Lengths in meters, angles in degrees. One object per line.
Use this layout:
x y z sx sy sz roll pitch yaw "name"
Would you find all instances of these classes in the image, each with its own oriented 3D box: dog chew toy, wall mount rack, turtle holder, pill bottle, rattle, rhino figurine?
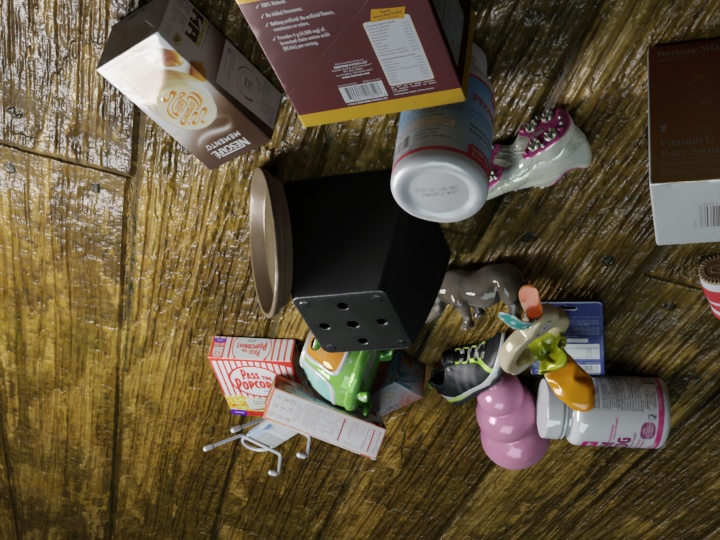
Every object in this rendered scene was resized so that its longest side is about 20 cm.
0.251 0.246 1.802 0.122 0.126 0.202 -7 133 22 "dog chew toy"
-0.196 0.328 2.050 0.172 0.076 0.199 28 140 -23 "wall mount rack"
-0.023 0.148 1.734 0.130 0.143 0.185 20 -174 10 "turtle holder"
0.097 -0.163 1.198 0.107 0.203 0.110 6 145 4 "pill bottle"
0.391 0.227 1.724 0.196 0.115 0.114 3 145 -1 "pill bottle"
0.268 0.119 1.511 0.128 0.145 0.201 -17 155 -5 "rattle"
0.158 0.038 1.575 0.197 0.060 0.089 -9 113 25 "rhino figurine"

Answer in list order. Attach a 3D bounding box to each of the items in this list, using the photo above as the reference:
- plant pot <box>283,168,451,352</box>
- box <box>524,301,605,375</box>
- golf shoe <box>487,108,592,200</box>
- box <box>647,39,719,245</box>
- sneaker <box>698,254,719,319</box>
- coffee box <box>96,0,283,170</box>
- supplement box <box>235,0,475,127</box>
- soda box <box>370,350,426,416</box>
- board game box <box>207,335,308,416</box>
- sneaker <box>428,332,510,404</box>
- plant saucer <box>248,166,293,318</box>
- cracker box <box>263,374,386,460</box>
0.000 0.000 1.467 0.196 0.180 0.201 -4 142 20 "plant pot"
0.318 0.097 1.648 0.119 0.033 0.201 0 144 13 "box"
0.202 -0.124 1.340 0.091 0.076 0.198 31 140 -33 "golf shoe"
0.391 -0.143 1.156 0.149 0.203 0.107 -4 144 18 "box"
0.573 0.028 1.460 0.197 0.072 0.113 -1 140 27 "sneaker"
-0.202 -0.227 1.285 0.113 0.081 0.200 -19 136 34 "coffee box"
-0.001 -0.281 1.118 0.194 0.135 0.201 -6 142 21 "supplement box"
0.024 0.211 1.848 0.068 0.064 0.199 31 139 -28 "soda box"
-0.173 0.191 1.881 0.148 0.047 0.201 2 143 10 "board game box"
0.171 0.157 1.732 0.082 0.072 0.200 28 137 -10 "sneaker"
-0.121 -0.038 1.437 0.029 0.203 0.201 -5 148 -15 "plant saucer"
-0.060 0.240 1.759 0.197 0.059 0.134 22 -179 -5 "cracker box"
